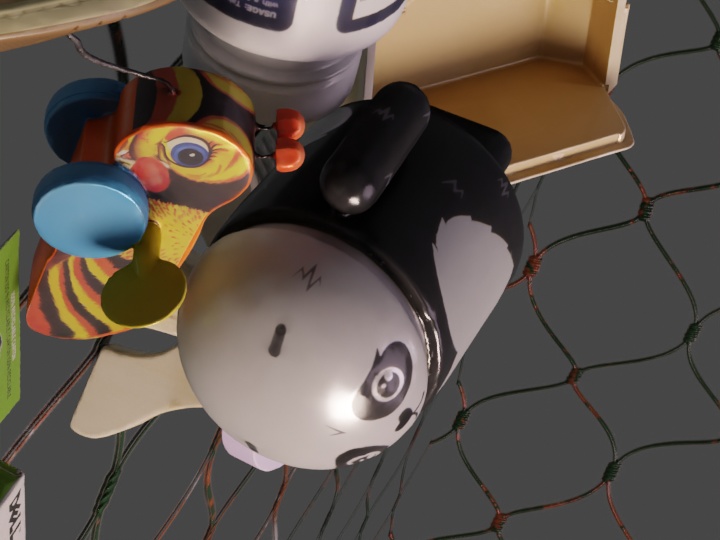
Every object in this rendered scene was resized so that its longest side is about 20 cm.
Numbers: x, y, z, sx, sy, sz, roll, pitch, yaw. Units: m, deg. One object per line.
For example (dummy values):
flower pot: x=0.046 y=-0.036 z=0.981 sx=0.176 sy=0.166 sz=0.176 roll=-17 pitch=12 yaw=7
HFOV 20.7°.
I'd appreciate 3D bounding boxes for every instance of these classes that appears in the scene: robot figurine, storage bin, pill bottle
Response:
robot figurine: x=0.001 y=0.002 z=0.901 sx=0.125 sy=0.151 sz=0.200 roll=-14 pitch=-154 yaw=39
storage bin: x=0.069 y=-0.149 z=1.061 sx=0.198 sy=0.094 sz=0.200 roll=-17 pitch=135 yaw=-22
pill bottle: x=-0.025 y=-0.161 z=0.843 sx=0.111 sy=0.111 sz=0.200 roll=-56 pitch=167 yaw=-42

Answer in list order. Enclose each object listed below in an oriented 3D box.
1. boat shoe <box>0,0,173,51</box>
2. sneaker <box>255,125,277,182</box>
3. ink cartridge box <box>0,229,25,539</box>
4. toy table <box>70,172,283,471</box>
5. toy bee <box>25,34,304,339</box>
boat shoe: x=-0.082 y=-0.124 z=0.691 sx=0.200 sy=0.073 sz=0.063 roll=-28 pitch=106 yaw=-35
sneaker: x=-0.018 y=-0.077 z=1.217 sx=0.201 sy=0.072 sz=0.114 roll=-63 pitch=173 yaw=-10
ink cartridge box: x=-0.171 y=0.104 z=0.832 sx=0.200 sy=0.076 sz=0.148 roll=-56 pitch=168 yaw=-34
toy table: x=-0.070 y=0.027 z=1.062 sx=0.184 sy=0.117 sz=0.200 roll=-63 pitch=170 yaw=-4
toy bee: x=-0.080 y=-0.037 z=0.809 sx=0.200 sy=0.108 sz=0.131 roll=116 pitch=-20 yaw=-68
